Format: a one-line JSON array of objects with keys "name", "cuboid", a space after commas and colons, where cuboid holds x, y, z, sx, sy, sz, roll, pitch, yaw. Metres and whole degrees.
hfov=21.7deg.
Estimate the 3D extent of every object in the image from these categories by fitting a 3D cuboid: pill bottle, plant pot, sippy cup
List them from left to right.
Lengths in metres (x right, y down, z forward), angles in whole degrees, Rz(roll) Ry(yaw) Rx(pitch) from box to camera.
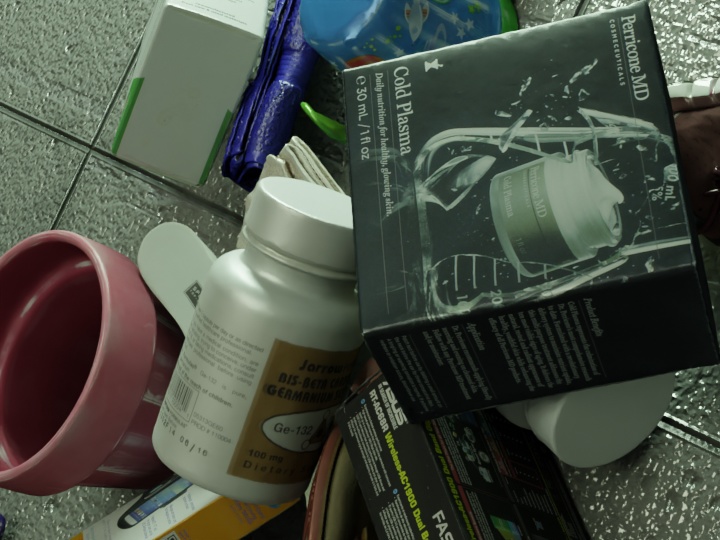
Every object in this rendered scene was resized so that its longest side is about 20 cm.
[{"name": "plant pot", "cuboid": [-0.200, 0.091, 1.480, 0.200, 0.179, 0.200, -21, 57, 36]}, {"name": "pill bottle", "cuboid": [-0.058, 0.046, 1.264, 0.114, 0.114, 0.200, 37, 113, 47]}, {"name": "sippy cup", "cuboid": [0.028, -0.187, 1.424, 0.140, 0.130, 0.178, 0, 71, 44]}, {"name": "pill bottle", "cuboid": [0.113, 0.034, 1.250, 0.114, 0.114, 0.200, -54, 44, 11]}]

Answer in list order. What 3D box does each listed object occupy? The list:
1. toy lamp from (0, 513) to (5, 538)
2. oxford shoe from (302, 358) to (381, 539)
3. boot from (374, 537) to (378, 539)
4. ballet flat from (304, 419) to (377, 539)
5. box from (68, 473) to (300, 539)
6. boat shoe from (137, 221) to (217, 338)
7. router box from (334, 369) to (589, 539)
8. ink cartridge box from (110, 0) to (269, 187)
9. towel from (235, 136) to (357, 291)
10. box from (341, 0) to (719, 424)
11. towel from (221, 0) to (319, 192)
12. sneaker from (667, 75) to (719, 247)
[{"name": "toy lamp", "cuboid": [-0.315, 0.299, 1.587, 0.058, 0.058, 0.200, -35, 48, 28]}, {"name": "oxford shoe", "cuboid": [0.012, 0.136, 1.277, 0.200, 0.075, 0.070, -66, -9, -48]}, {"name": "boot", "cuboid": [0.002, 0.283, 1.280, 0.200, 0.068, 0.188, -24, 79, 11]}, {"name": "ballet flat", "cuboid": [-0.017, 0.193, 1.340, 0.069, 0.063, 0.200, -23, 57, 33]}, {"name": "box", "cuboid": [-0.124, 0.180, 1.387, 0.200, 0.042, 0.119, -30, 13, -3]}, {"name": "boat shoe", "cuboid": [-0.095, 0.049, 1.405, 0.071, 0.064, 0.200, -35, 63, 9]}, {"name": "router box", "cuboid": [0.079, 0.167, 1.195, 0.062, 0.150, 0.200, -42, 47, 23]}, {"name": "ink cartridge box", "cuboid": [-0.133, -0.186, 1.533, 0.200, 0.083, 0.147, -87, 19, -58]}, {"name": "towel", "cuboid": [-0.044, 0.009, 1.385, 0.133, 0.034, 0.200, 54, 146, 28]}, {"name": "box", "cuboid": [0.101, -0.034, 1.146, 0.196, 0.124, 0.200, -11, 56, 10]}, {"name": "towel", "cuboid": [-0.064, -0.165, 1.514, 0.148, 0.050, 0.200, 151, 140, -80]}, {"name": "sneaker", "cuboid": [0.260, -0.072, 1.198, 0.200, 0.076, 0.116, -15, 66, 51]}]
